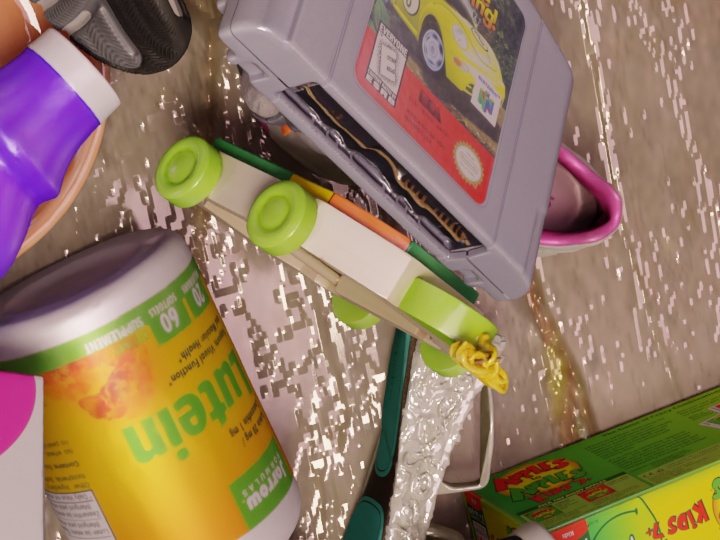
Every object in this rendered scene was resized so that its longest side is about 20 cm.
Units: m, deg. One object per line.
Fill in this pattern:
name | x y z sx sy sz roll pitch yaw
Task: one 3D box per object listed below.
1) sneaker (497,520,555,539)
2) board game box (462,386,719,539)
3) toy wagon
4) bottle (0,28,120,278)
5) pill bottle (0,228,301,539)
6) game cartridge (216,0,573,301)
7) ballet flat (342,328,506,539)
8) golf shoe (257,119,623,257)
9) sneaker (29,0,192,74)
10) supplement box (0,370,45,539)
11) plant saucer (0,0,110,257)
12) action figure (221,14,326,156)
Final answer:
sneaker | 0.045 0.185 0.910 0.099 0.200 0.071 -25 71 -13
board game box | 0.166 0.114 0.976 0.199 0.102 0.048 -19 103 -16
toy wagon | 0.000 0.000 0.846 0.155 0.200 0.040 36 83 -46
bottle | -0.193 -0.023 0.810 0.200 0.065 0.084 -46 114 -8
pill bottle | -0.095 0.091 0.876 0.111 0.111 0.201 -28 106 -14
game cartridge | 0.024 -0.093 0.779 0.200 0.041 0.134 41 48 -39
ballet flat | 0.032 0.116 0.942 0.071 0.072 0.201 12 95 -21
golf shoe | 0.045 -0.061 0.915 0.199 0.091 0.076 19 92 -19
sneaker | -0.126 -0.191 0.825 0.200 0.075 0.116 49 47 -11
supplement box | -0.206 0.135 0.792 0.101 0.200 0.104 10 50 -21
plant saucer | -0.217 -0.089 0.847 0.199 0.037 0.201 -3 99 -20
action figure | -0.023 -0.144 0.844 0.200 0.104 0.194 -39 115 -50
